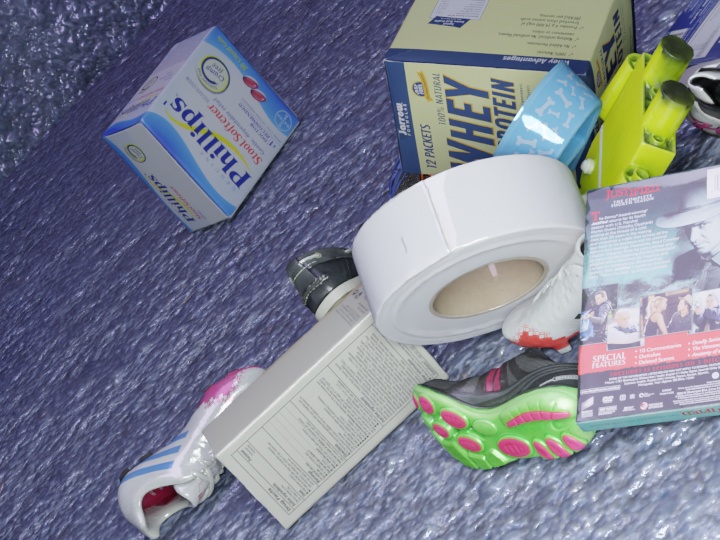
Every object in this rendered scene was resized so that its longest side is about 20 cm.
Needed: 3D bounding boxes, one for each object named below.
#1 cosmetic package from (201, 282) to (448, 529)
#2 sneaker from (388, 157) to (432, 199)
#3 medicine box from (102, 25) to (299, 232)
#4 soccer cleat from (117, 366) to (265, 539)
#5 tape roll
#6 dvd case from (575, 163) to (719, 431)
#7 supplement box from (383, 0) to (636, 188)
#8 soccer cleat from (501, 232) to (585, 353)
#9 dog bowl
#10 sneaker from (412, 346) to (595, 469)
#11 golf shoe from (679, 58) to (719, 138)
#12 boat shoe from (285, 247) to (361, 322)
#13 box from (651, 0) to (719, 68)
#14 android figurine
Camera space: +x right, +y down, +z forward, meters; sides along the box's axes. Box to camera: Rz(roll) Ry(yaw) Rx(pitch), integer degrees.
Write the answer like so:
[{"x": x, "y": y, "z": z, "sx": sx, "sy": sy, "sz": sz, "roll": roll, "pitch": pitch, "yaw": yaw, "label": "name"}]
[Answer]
[{"x": -0.032, "y": 0.119, "z": 1.489, "sx": 0.200, "sy": 0.104, "sz": 0.073, "roll": -41, "pitch": 22, "yaw": -2, "label": "cosmetic package"}, {"x": 0.108, "y": -0.115, "z": 1.727, "sx": 0.200, "sy": 0.075, "sz": 0.079, "roll": -31, "pitch": 28, "yaw": 29, "label": "sneaker"}, {"x": -0.211, "y": -0.189, "z": 2.237, "sx": 0.103, "sy": 0.182, "sz": 0.200, "roll": -16, "pitch": 34, "yaw": 48, "label": "medicine box"}, {"x": -0.151, "y": 0.183, "z": 1.636, "sx": 0.200, "sy": 0.070, "sz": 0.086, "roll": -44, "pitch": 38, "yaw": 2, "label": "soccer cleat"}, {"x": 0.096, "y": -0.014, "z": 1.394, "sx": 0.202, "sy": 0.202, "sz": 0.071, "roll": -31, "pitch": 64, "yaw": 26, "label": "tape roll"}, {"x": 0.230, "y": 0.016, "z": 1.222, "sx": 0.145, "sy": 0.022, "sz": 0.201, "roll": -11, "pitch": 57, "yaw": 28, "label": "dvd case"}, {"x": 0.150, "y": -0.199, "z": 1.620, "sx": 0.199, "sy": 0.135, "sz": 0.200, "roll": 6, "pitch": 44, "yaw": 20, "label": "supplement box"}, {"x": 0.184, "y": 0.010, "z": 1.353, "sx": 0.200, "sy": 0.085, "sz": 0.069, "roll": -18, "pitch": 32, "yaw": 44, "label": "soccer cleat"}, {"x": 0.156, "y": -0.097, "z": 1.461, "sx": 0.112, "sy": 0.049, "sz": 0.200, "roll": -50, "pitch": -11, "yaw": -26, "label": "dog bowl"}, {"x": 0.121, "y": 0.106, "z": 1.318, "sx": 0.199, "sy": 0.077, "sz": 0.084, "roll": -3, "pitch": 31, "yaw": 48, "label": "sneaker"}, {"x": 0.311, "y": -0.155, "z": 1.419, "sx": 0.073, "sy": 0.092, "sz": 0.200, "roll": -65, "pitch": 21, "yaw": 3, "label": "golf shoe"}, {"x": 0.000, "y": 0.000, "z": 1.598, "sx": 0.072, "sy": 0.068, "sz": 0.200, "roll": -57, "pitch": -20, "yaw": 23, "label": "boat shoe"}, {"x": 0.361, "y": -0.226, "z": 1.559, "sx": 0.121, "sy": 0.032, "sz": 0.200, "roll": -52, "pitch": 22, "yaw": -21, "label": "box"}, {"x": 0.227, "y": -0.102, "z": 1.436, "sx": 0.200, "sy": 0.041, "sz": 0.183, "roll": 118, "pitch": 167, "yaw": -46, "label": "android figurine"}]
